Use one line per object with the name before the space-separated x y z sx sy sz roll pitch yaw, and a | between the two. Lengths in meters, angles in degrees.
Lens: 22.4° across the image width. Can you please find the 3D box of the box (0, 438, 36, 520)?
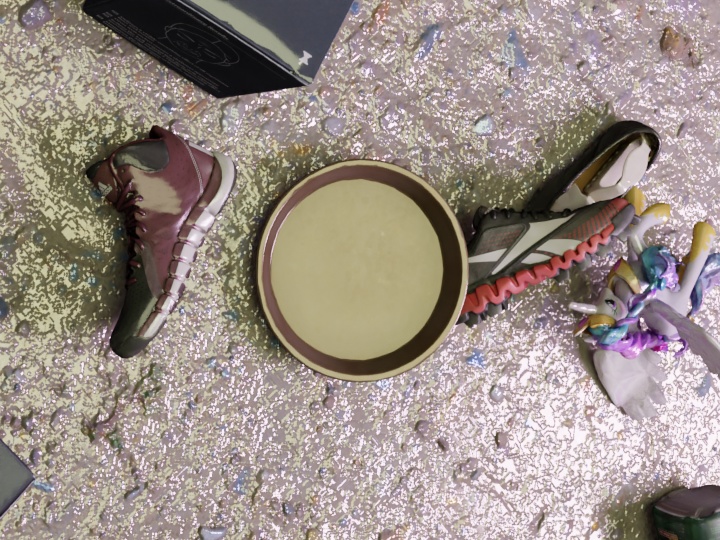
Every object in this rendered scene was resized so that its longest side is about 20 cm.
box | -0.378 0.121 1.378 0.124 0.196 0.200 -46 111 -17

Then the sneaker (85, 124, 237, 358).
sneaker | -0.195 -0.033 1.539 0.115 0.076 0.201 31 68 -19

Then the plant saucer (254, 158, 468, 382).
plant saucer | 0.000 0.000 1.636 0.199 0.029 0.201 0 92 -15

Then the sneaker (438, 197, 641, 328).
sneaker | 0.157 -0.028 1.676 0.200 0.071 0.098 -27 87 10

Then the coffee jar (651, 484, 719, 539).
coffee jar | 0.355 0.320 1.801 0.085 0.104 0.201 -16 98 -19

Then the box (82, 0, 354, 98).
box | -0.116 -0.227 1.491 0.148 0.200 0.107 32 79 -24

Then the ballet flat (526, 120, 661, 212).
ballet flat | 0.217 -0.072 1.735 0.068 0.068 0.200 46 73 -20

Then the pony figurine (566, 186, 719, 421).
pony figurine | 0.285 0.041 1.743 0.193 0.166 0.200 47 51 -21
